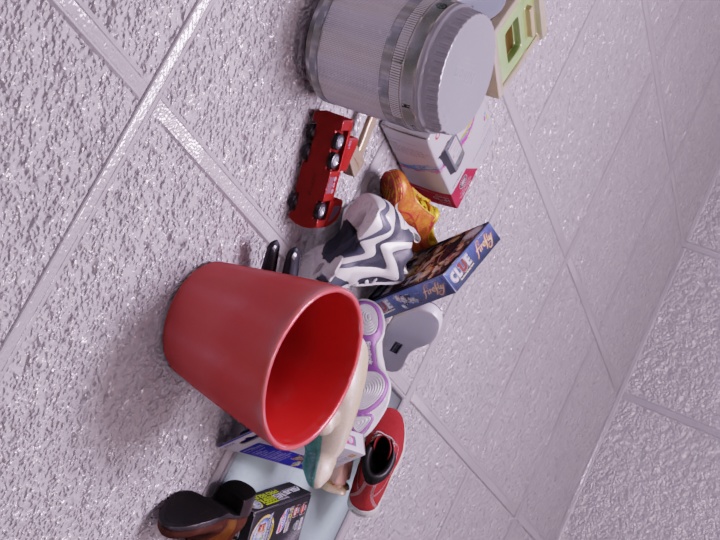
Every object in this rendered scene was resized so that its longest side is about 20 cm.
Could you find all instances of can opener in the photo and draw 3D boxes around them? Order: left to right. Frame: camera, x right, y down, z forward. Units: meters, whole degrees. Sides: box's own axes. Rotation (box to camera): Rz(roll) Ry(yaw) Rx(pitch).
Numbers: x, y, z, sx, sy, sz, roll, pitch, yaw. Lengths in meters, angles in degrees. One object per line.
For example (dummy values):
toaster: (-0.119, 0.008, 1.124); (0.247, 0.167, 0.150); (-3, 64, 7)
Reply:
can opener: (-0.112, 0.046, 1.508); (0.079, 0.062, 0.202); (-75, 173, -51)

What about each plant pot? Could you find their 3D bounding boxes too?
plant pot: (-0.120, 0.083, 1.385); (0.200, 0.175, 0.203); (-39, 141, -43)

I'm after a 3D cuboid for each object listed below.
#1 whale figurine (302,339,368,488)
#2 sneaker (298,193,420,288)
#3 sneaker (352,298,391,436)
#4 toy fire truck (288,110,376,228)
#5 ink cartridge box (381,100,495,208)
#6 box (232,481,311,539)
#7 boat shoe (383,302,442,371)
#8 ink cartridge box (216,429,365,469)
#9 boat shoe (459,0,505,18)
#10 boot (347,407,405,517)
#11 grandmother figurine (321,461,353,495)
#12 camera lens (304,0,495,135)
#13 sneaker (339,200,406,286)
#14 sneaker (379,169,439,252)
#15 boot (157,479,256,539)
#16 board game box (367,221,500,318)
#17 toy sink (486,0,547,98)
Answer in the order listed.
whale figurine: (-0.054, 0.171, 1.521); (0.159, 0.102, 0.203); (-62, 165, -73)
sneaker: (0.000, 0.000, 1.576); (0.129, 0.080, 0.200); (27, 108, -38)
sneaker: (0.005, 0.150, 1.740); (0.100, 0.073, 0.203); (108, -13, -67)
toy fire truck: (-0.022, -0.157, 1.553); (0.140, 0.048, 0.203); (-12, 120, -62)
ink cartridge box: (0.119, -0.208, 1.749); (0.149, 0.085, 0.200); (-61, 154, -15)
box: (-0.152, 0.418, 1.720); (0.160, 0.044, 0.203); (-1, 109, -63)
boat shoe: (0.078, 0.086, 1.841); (0.070, 0.070, 0.201); (-64, -177, -34)
ink cartridge box: (-0.092, 0.231, 1.611); (0.199, 0.094, 0.038); (22, 51, -45)
boat shoe: (0.106, -0.371, 1.624); (0.197, 0.068, 0.074); (-22, 144, -26)
boot: (0.039, 0.273, 1.889); (0.145, 0.071, 0.202); (106, 4, -46)
grandmother figurine: (-0.015, 0.244, 1.853); (0.121, 0.060, 0.203); (-89, -166, -86)
camera lens: (0.043, -0.260, 1.432); (0.160, 0.198, 0.162); (-42, 143, -43)
sneaker: (0.025, -0.044, 1.699); (0.199, 0.073, 0.118); (-8, 112, -66)
sneaker: (0.073, -0.094, 1.737); (0.201, 0.076, 0.074); (67, 5, -64)
boot: (-0.228, 0.382, 1.555); (0.203, 0.068, 0.188); (-68, 163, 12)
board game box: (0.102, 0.005, 1.770); (0.035, 0.199, 0.136); (52, 51, -12)
toy sink: (0.204, -0.379, 1.760); (0.201, 0.111, 0.131); (-56, 151, -25)
